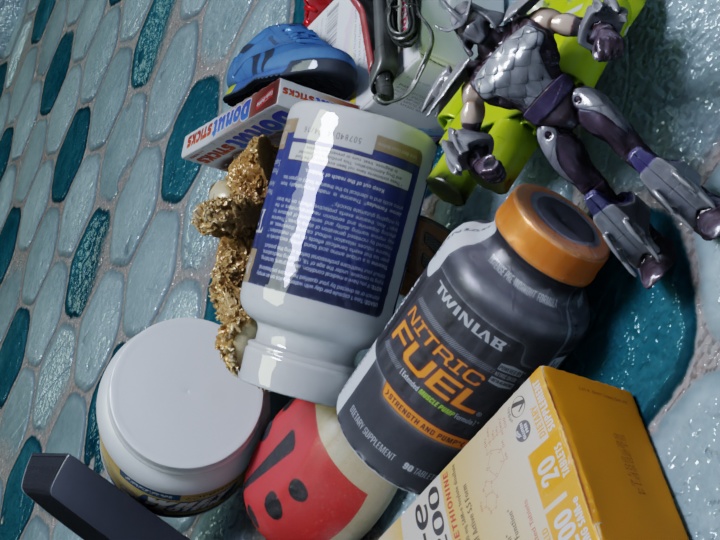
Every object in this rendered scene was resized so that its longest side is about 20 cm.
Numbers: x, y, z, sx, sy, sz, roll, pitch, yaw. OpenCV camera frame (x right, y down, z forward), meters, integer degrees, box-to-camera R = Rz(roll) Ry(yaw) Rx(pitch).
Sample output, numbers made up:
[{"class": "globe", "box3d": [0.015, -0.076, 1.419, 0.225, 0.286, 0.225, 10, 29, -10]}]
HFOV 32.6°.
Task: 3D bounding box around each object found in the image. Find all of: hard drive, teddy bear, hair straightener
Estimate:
[{"class": "hard drive", "box3d": [-0.208, 0.233, 1.097, 0.042, 0.200, 0.135, -57, 21, -23]}, {"class": "teddy bear", "box3d": [-0.089, -0.004, 0.969, 0.066, 0.145, 0.201, -13, 81, 25]}, {"class": "hair straightener", "box3d": [0.019, -0.206, 0.913, 0.077, 0.041, 0.201, -42, 40, 44]}]

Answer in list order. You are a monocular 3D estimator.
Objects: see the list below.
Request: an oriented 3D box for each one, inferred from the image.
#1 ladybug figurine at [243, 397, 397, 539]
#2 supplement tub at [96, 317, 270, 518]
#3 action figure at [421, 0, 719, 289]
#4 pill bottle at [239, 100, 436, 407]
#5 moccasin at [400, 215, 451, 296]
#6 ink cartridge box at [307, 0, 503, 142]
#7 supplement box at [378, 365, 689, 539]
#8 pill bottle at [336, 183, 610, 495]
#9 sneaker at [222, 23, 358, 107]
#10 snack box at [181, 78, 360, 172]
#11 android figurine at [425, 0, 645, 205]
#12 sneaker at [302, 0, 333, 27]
[{"class": "ladybug figurine", "box3d": [-0.033, 0.150, 0.959, 0.200, 0.072, 0.136, -50, 36, 37]}, {"class": "supplement tub", "box3d": [-0.153, 0.128, 1.058, 0.200, 0.144, 0.146, 117, 160, -68]}, {"class": "action figure", "box3d": [0.118, -0.085, 0.693, 0.130, 0.200, 0.069, -46, -1, 29]}, {"class": "pill bottle", "box3d": [-0.022, -0.010, 0.876, 0.111, 0.110, 0.201, 11, 86, 62]}, {"class": "moccasin", "box3d": [0.001, 0.001, 0.990, 0.201, 0.073, 0.078, 5, 71, 52]}, {"class": "ink cartridge box", "box3d": [0.028, -0.174, 1.014, 0.200, 0.085, 0.148, -32, 48, 50]}, {"class": "supplement box", "box3d": [0.090, 0.170, 0.719, 0.200, 0.073, 0.126, -54, 33, 33]}, {"class": "pill bottle", "box3d": [0.075, 0.042, 0.786, 0.200, 0.106, 0.106, -57, 31, 28]}, {"class": "sneaker", "box3d": [-0.057, -0.177, 1.015, 0.200, 0.066, 0.079, 5, 77, 64]}, {"class": "snack box", "box3d": [-0.078, -0.113, 1.015, 0.200, 0.072, 0.024, -15, 63, 60]}, {"class": "android figurine", "box3d": [0.117, -0.134, 0.813, 0.201, 0.041, 0.182, -57, 15, -14]}, {"class": "sneaker", "box3d": [-0.048, -0.269, 1.174, 0.201, 0.115, 0.078, -62, 30, 20]}]
